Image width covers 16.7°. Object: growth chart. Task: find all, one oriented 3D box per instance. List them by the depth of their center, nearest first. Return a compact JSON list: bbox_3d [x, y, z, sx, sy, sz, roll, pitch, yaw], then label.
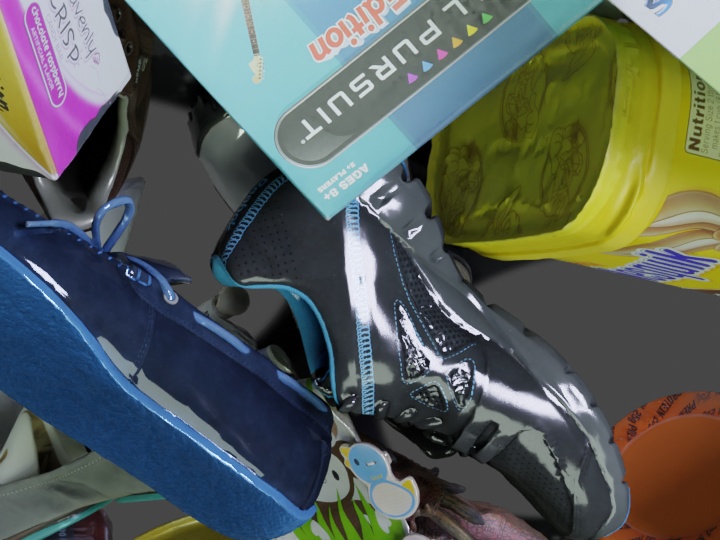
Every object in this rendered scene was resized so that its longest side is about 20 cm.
[{"bbox_3d":[-0.026,0.097,1.042,0.018,0.200,0.145,-32,175,-36],"label":"growth chart"}]

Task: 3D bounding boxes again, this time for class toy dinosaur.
[{"bbox_3d":[0.040,0.127,1.117,0.200,0.086,0.136,12,156,-26],"label":"toy dinosaur"}]

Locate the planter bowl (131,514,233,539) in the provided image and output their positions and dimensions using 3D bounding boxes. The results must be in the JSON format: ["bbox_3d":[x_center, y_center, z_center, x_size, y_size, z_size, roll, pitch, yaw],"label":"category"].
[{"bbox_3d":[-0.047,0.211,1.228,0.200,0.084,0.201,-4,136,-4],"label":"planter bowl"}]

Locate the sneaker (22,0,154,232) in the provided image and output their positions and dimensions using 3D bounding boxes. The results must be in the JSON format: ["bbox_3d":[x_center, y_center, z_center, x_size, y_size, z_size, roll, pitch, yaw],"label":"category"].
[{"bbox_3d":[-0.101,-0.101,0.907,0.070,0.076,0.200,-4,136,-5],"label":"sneaker"}]

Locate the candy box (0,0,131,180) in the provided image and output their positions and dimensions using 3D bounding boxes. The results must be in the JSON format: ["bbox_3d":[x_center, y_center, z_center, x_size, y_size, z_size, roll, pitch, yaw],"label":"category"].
[{"bbox_3d":[-0.190,-0.111,0.826,0.200,0.061,0.136,9,137,24],"label":"candy box"}]

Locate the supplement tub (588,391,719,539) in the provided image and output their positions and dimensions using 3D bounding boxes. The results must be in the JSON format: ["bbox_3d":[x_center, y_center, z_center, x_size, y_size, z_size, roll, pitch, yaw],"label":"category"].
[{"bbox_3d":[0.180,0.154,1.178,0.122,0.123,0.200,-19,134,10],"label":"supplement tub"}]

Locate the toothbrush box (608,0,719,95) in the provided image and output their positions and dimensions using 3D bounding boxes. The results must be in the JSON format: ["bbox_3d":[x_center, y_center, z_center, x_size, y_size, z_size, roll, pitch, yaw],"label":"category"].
[{"bbox_3d":[0.172,-0.094,0.824,0.200,0.146,0.086,37,117,-16],"label":"toothbrush box"}]

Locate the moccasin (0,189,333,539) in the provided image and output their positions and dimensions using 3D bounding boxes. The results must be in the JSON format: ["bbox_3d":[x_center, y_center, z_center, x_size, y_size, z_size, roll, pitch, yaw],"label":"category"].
[{"bbox_3d":[-0.094,0.026,0.936,0.200,0.068,0.080,44,140,-23],"label":"moccasin"}]

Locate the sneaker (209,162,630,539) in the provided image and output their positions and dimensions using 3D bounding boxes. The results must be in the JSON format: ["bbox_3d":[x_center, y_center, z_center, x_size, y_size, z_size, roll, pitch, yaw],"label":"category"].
[{"bbox_3d":[0.024,0.039,0.962,0.082,0.073,0.200,-43,98,-15],"label":"sneaker"}]

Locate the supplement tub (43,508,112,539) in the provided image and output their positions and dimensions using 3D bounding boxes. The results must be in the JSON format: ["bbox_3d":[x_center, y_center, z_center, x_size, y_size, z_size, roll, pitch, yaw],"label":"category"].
[{"bbox_3d":[-0.214,0.165,1.140,0.200,0.107,0.107,-2,135,-7],"label":"supplement tub"}]

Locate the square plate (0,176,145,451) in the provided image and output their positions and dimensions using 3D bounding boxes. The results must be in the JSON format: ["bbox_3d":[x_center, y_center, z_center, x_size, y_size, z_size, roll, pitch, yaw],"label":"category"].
[{"bbox_3d":[-0.184,0.061,1.015,0.198,0.028,0.200,-35,158,-42],"label":"square plate"}]

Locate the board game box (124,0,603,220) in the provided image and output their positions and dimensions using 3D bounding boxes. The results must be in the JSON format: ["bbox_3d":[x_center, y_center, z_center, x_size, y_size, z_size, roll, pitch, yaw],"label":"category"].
[{"bbox_3d":[-0.018,-0.138,0.846,0.151,0.047,0.200,-39,115,10],"label":"board game box"}]

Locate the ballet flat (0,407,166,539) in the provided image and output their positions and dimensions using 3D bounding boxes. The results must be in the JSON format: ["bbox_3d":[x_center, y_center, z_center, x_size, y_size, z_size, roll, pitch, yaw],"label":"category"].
[{"bbox_3d":[-0.112,0.076,1.045,0.200,0.067,0.064,-20,95,38],"label":"ballet flat"}]

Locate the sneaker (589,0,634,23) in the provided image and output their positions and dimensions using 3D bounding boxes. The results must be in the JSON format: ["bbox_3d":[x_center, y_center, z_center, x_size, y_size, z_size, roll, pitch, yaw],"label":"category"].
[{"bbox_3d":[0.167,-0.132,0.922,0.200,0.077,0.082,3,128,-13],"label":"sneaker"}]

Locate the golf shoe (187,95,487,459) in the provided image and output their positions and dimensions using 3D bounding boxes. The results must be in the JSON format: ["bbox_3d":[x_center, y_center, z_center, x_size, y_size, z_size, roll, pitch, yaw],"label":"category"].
[{"bbox_3d":[0.000,0.000,1.014,0.078,0.095,0.200,-27,132,19],"label":"golf shoe"}]

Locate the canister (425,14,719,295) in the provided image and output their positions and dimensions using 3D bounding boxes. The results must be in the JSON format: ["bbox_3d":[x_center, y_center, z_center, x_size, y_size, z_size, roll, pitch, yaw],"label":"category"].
[{"bbox_3d":[0.148,-0.033,0.974,0.200,0.087,0.149,12,173,-24],"label":"canister"}]
